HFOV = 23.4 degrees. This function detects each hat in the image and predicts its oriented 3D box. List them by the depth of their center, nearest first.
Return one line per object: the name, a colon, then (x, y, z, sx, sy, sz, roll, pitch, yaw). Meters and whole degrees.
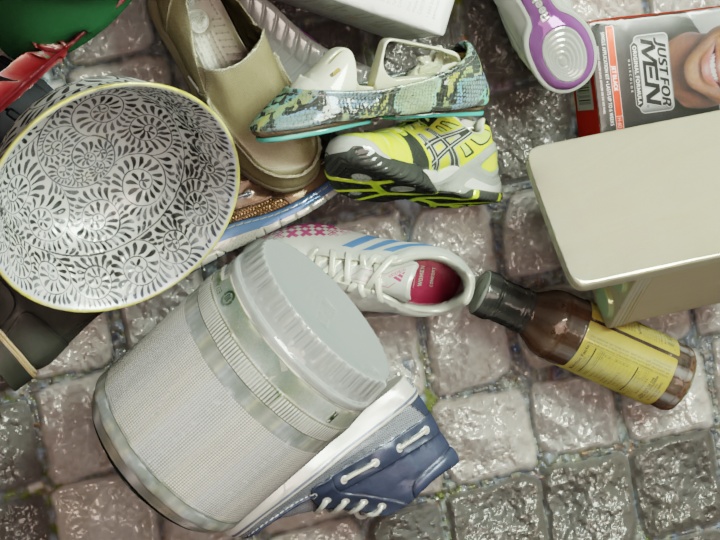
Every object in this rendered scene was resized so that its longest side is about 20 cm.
hat: (-0.244, -0.170, 1.357, 0.199, 0.166, 0.176, -3, 120, -17)

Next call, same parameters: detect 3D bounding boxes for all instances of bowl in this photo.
bowl: (-0.201, -0.076, 1.324, 0.200, 0.094, 0.201, -16, 131, -19)

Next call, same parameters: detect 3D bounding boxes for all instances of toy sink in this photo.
toy sink: (0.237, -0.037, 1.437, 0.199, 0.112, 0.131, -13, 66, -13)

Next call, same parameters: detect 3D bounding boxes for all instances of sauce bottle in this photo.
sauce bottle: (0.188, 0.055, 1.481, 0.200, 0.065, 0.065, 25, 90, -12)

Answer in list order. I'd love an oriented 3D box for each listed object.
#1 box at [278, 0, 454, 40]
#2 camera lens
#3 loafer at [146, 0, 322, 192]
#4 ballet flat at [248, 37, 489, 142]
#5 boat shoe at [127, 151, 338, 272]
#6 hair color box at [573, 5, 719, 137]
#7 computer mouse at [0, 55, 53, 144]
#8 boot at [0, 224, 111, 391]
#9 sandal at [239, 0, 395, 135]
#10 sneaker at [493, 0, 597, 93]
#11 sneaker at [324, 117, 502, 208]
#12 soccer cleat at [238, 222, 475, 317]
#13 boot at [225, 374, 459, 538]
box: (-0.028, -0.261, 1.360, 0.199, 0.152, 0.107, 17, 92, -13)
camera lens: (-0.097, 0.093, 1.353, 0.200, 0.160, 0.160, -42, 102, 14)
loafer: (-0.096, -0.148, 1.348, 0.076, 0.067, 0.200, -38, 99, -16)
ballet flat: (0.005, -0.143, 1.329, 0.199, 0.074, 0.074, -10, 98, -26)
boat shoe: (-0.097, -0.060, 1.405, 0.200, 0.072, 0.073, -29, 99, -8)
hair color box: (0.283, -0.173, 1.481, 0.199, 0.061, 0.102, -9, 96, -12)
computer mouse: (-0.296, -0.104, 1.372, 0.200, 0.046, 0.140, 42, 85, -12)
boot: (-0.279, -0.024, 1.376, 0.138, 0.077, 0.200, -37, 115, -11)
sandal: (-0.063, -0.167, 1.416, 0.202, 0.050, 0.083, 32, 105, -8)
sneaker: (0.126, -0.241, 1.415, 0.075, 0.100, 0.200, -23, 112, -4)
sneaker: (0.040, -0.096, 1.403, 0.200, 0.075, 0.077, 6, 80, -53)
soccer cleat: (0.000, 0.000, 1.424, 0.199, 0.086, 0.070, 4, 94, -12)
boot: (-0.015, 0.181, 1.443, 0.200, 0.073, 0.090, -36, 96, -7)
